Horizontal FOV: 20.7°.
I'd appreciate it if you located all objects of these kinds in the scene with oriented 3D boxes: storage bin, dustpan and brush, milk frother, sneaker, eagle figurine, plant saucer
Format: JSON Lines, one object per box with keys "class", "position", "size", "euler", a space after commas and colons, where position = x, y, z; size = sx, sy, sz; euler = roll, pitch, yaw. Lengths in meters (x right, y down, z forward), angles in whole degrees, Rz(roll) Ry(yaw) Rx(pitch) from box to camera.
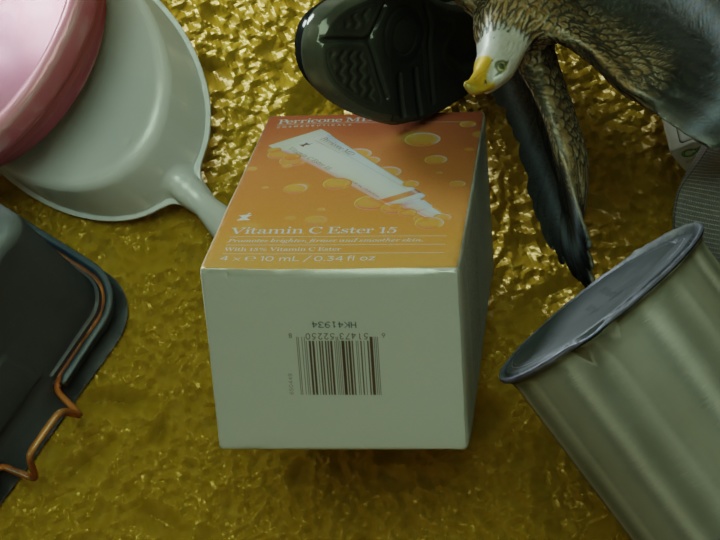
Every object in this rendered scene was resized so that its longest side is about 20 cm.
{"class": "storage bin", "position": [-0.230, 0.047, 1.063], "size": [0.145, 0.134, 0.201], "euler": [31, 77, 20]}
{"class": "dustpan and brush", "position": [-0.122, -0.067, 1.137], "size": [0.140, 0.057, 0.200], "euler": [-49, 57, 4]}
{"class": "milk frother", "position": [0.130, 0.112, 0.927], "size": [0.199, 0.181, 0.189], "euler": [-38, 93, 0]}
{"class": "sneaker", "position": [0.008, -0.129, 1.084], "size": [0.113, 0.199, 0.077], "euler": [9, 110, 34]}
{"class": "eagle figurine", "position": [0.096, -0.111, 0.978], "size": [0.200, 0.152, 0.151], "euler": [42, 75, -5]}
{"class": "plant saucer", "position": [-0.220, -0.135, 1.150], "size": [0.199, 0.051, 0.202], "euler": [-19, 57, 30]}

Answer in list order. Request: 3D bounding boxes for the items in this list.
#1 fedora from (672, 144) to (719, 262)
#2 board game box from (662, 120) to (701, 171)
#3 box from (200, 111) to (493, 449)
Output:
{"class": "fedora", "position": [0.222, -0.028, 1.006], "size": [0.090, 0.199, 0.179], "euler": [8, 111, 38]}
{"class": "board game box", "position": [0.216, -0.168, 1.108], "size": [0.125, 0.035, 0.202], "euler": [-20, 63, 22]}
{"class": "box", "position": [0.000, 0.000, 1.004], "size": [0.123, 0.098, 0.200], "euler": [-1, 25, 7]}
